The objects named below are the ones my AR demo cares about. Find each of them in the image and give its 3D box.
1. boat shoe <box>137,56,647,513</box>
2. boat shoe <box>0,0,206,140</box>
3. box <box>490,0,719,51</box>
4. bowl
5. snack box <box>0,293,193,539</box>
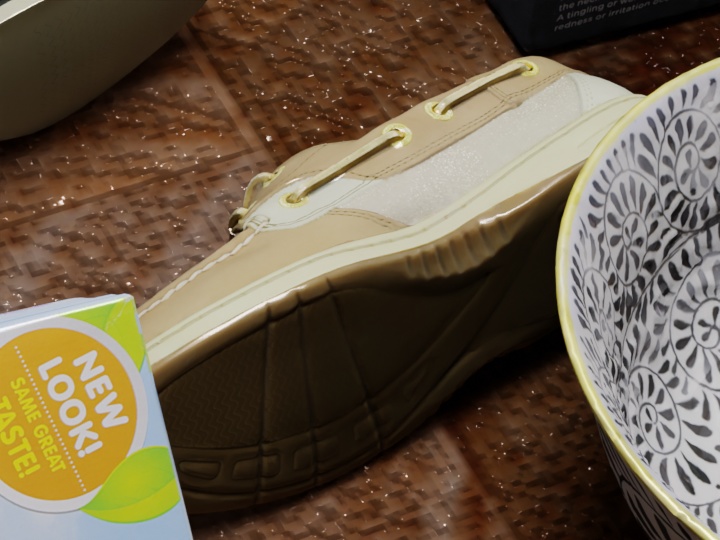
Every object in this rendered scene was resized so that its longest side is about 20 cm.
[{"bbox_3d":[0.000,0.000,0.801,0.199,0.074,0.066,-25,45,-29],"label":"boat shoe"},{"bbox_3d":[-0.124,-0.064,0.826,0.201,0.074,0.063,-31,68,-25],"label":"boat shoe"},{"bbox_3d":[0.070,-0.213,0.903,0.123,0.197,0.200,-16,53,-21],"label":"box"},{"bbox_3d":[0.142,0.042,0.765,0.199,0.094,0.202,4,49,-5],"label":"bowl"},{"bbox_3d":[-0.107,0.121,0.608,0.168,0.068,0.201,-14,94,-21],"label":"snack box"}]
